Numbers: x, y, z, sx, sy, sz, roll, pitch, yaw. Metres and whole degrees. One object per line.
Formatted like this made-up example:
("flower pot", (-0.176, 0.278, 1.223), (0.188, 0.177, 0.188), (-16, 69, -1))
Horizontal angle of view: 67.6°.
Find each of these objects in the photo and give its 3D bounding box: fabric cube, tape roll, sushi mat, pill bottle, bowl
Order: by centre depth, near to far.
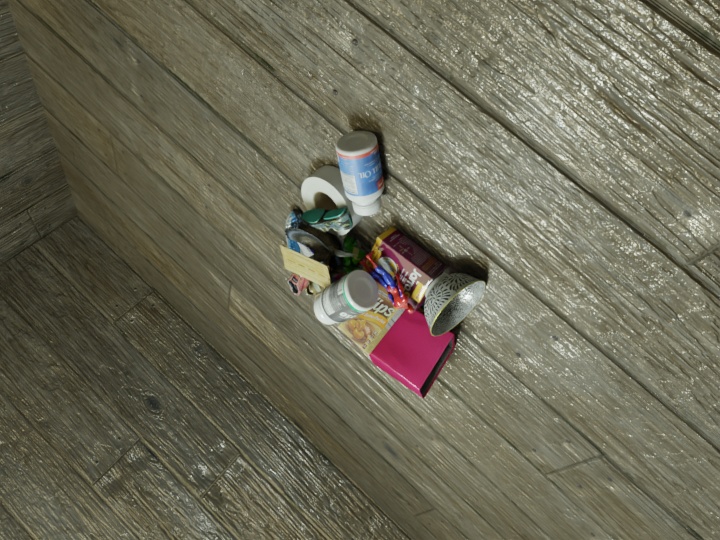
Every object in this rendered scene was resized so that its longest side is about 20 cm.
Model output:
("pill bottle", (0.005, -0.252, 1.421), (0.111, 0.112, 0.203), (21, 141, 33))
("bowl", (0.235, 0.072, 1.453), (0.094, 0.198, 0.203), (46, 151, 27))
("pill bottle", (-0.046, 0.082, 1.519), (0.114, 0.113, 0.199), (50, 142, -8))
("tape roll", (-0.083, -0.208, 1.611), (0.200, 0.071, 0.205), (30, 144, 24))
("sushi mat", (-0.164, -0.010, 1.624), (0.197, 0.012, 0.097), (24, 136, 30))
("fabric cube", (0.158, 0.246, 1.659), (0.197, 0.198, 0.201), (30, 168, 20))

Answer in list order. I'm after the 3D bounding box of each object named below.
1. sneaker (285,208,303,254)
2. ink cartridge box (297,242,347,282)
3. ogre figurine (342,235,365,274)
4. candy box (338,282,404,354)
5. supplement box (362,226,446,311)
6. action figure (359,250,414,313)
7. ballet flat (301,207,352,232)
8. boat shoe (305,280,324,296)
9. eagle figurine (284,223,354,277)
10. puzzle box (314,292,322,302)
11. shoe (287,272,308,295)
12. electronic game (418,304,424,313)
("sneaker", (-0.237, -0.134, 1.882), (0.087, 0.073, 0.203), (-122, 29, -45))
("ink cartridge box", (-0.135, -0.051, 1.809), (0.202, 0.076, 0.136), (59, 165, -23))
("ogre figurine", (0.000, 0.000, 1.719), (0.198, 0.098, 0.121), (36, 143, 11))
("candy box", (0.041, 0.131, 1.585), (0.115, 0.201, 0.055), (38, 176, 25))
("supplement box", (0.122, -0.006, 1.532), (0.198, 0.103, 0.132), (36, 126, 14))
("action figure", (0.082, 0.037, 1.482), (0.201, 0.051, 0.065), (53, 135, 3))
("ballet flat", (-0.097, -0.141, 1.574), (0.198, 0.074, 0.075), (7, 132, 49))
("boat shoe", (-0.149, 0.048, 1.754), (0.072, 0.076, 0.200), (50, 173, 1))
("eagle figurine", (-0.128, -0.069, 1.643), (0.203, 0.149, 0.151), (61, 154, -1))
("puzzle box", (-0.057, 0.087, 1.728), (0.130, 0.026, 0.199), (9, 166, -22))
("shoe", (-0.218, 0.009, 1.990), (0.071, 0.091, 0.202), (33, 146, 18))
("electronic game", (0.138, 0.053, 1.667), (0.198, 0.042, 0.202), (31, 145, 24))
